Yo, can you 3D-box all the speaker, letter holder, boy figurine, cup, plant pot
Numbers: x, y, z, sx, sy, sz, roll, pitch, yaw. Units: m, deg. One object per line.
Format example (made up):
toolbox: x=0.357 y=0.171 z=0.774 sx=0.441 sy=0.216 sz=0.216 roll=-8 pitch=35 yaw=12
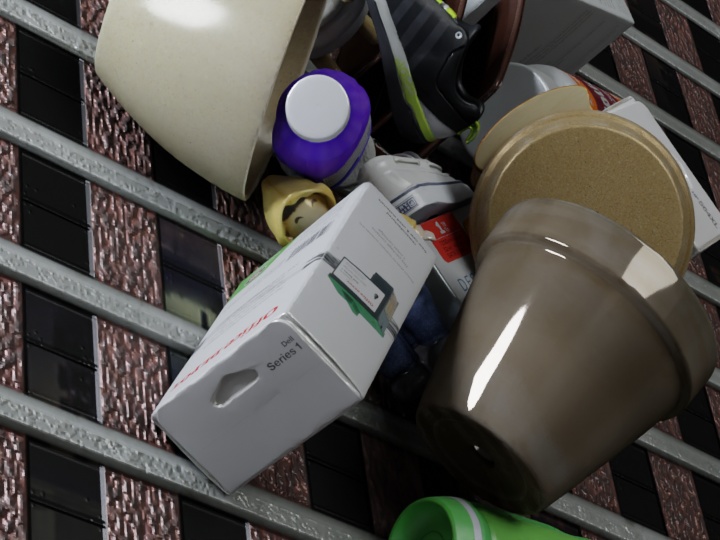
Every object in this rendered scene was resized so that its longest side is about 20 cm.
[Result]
speaker: x=0.113 y=0.225 z=1.559 sx=0.199 sy=0.088 sz=0.089 roll=22 pitch=42 yaw=-39
letter holder: x=0.063 y=-0.204 z=1.876 sx=0.100 sy=0.142 sz=0.201 roll=41 pitch=33 yaw=-16
boy figurine: x=0.000 y=0.000 z=1.608 sx=0.201 sy=0.124 sz=0.064 roll=53 pitch=-2 yaw=-19
cup: x=-0.118 y=-0.172 z=1.593 sx=0.142 sy=0.201 sz=0.201 roll=20 pitch=35 yaw=1
plant pot: x=0.135 y=0.078 z=1.553 sx=0.200 sy=0.200 sz=0.174 roll=45 pitch=66 yaw=-10

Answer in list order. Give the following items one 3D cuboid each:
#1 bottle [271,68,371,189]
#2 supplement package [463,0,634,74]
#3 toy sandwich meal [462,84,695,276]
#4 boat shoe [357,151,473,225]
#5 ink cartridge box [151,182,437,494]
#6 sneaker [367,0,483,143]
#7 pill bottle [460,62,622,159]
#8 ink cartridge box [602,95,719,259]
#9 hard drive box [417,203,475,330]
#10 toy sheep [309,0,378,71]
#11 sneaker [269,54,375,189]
bottle: x=-0.030 y=-0.110 z=1.596 sx=0.065 sy=0.084 sz=0.200 roll=30 pitch=-2 yaw=3
supplement package: x=0.156 y=-0.280 z=2.100 sx=0.199 sy=0.117 sz=0.118 roll=13 pitch=48 yaw=-46
toy sandwich meal: x=0.172 y=-0.041 z=1.710 sx=0.206 sy=0.205 sz=0.070 roll=49 pitch=-1 yaw=-3
boat shoe: x=0.044 y=-0.068 z=1.741 sx=0.066 sy=0.073 sz=0.200 roll=56 pitch=7 yaw=7
ink cartridge box: x=-0.044 y=0.046 z=1.480 sx=0.084 sy=0.146 sz=0.200 roll=46 pitch=32 yaw=-10
sneaker: x=0.057 y=-0.202 z=1.722 sx=0.072 sy=0.082 sz=0.202 roll=-52 pitch=130 yaw=-73
pill bottle: x=0.175 y=-0.126 z=1.940 sx=0.199 sy=0.114 sz=0.115 roll=12 pitch=48 yaw=-60
ink cartridge box: x=0.191 y=-0.031 z=1.808 sx=0.147 sy=0.200 sz=0.084 roll=54 pitch=31 yaw=6
hard drive box: x=0.104 y=0.053 z=1.731 sx=0.201 sy=0.077 sz=0.156 roll=55 pitch=31 yaw=7
toy sheep: x=-0.050 y=-0.237 z=1.778 sx=0.200 sy=0.137 sz=0.139 roll=61 pitch=5 yaw=-67
sneaker: x=-0.071 y=-0.146 z=1.735 sx=0.200 sy=0.077 sz=0.082 roll=48 pitch=5 yaw=-8
